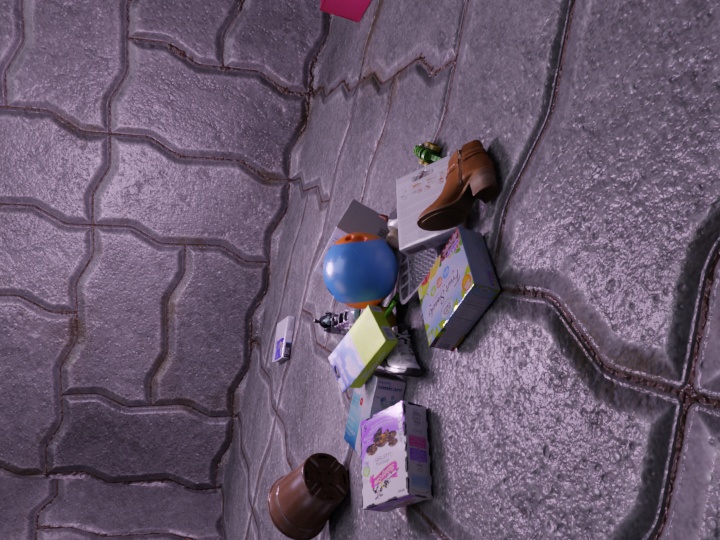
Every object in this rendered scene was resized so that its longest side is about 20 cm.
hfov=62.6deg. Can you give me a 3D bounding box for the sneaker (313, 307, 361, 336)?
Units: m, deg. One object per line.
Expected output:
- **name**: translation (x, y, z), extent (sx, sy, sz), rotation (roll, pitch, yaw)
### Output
- **sneaker**: translation (-0.073, 0.155, 1.818), extent (0.200, 0.139, 0.078), rotation (110, 166, -62)

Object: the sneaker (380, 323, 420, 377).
- **sneaker**: translation (0.097, 0.190, 1.439), extent (0.200, 0.075, 0.116), rotation (-174, 94, -74)

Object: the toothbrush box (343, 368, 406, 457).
- **toothbrush box**: translation (0.035, 0.359, 1.509), extent (0.146, 0.085, 0.202), rotation (-169, 92, -71)

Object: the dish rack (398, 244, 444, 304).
- **dish rack**: translation (0.154, -0.024, 1.457), extent (0.200, 0.043, 0.173), rotation (125, 152, -51)

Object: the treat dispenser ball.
- **treat dispenser ball**: translation (0.000, 0.000, 1.569), extent (0.201, 0.199, 0.203), rotation (-168, 90, -72)

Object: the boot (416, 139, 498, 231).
- **boot**: translation (0.199, -0.187, 1.285), extent (0.200, 0.076, 0.156), rotation (-36, 43, 31)

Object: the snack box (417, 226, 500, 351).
- **snack box**: translation (0.199, 0.041, 1.239), extent (0.169, 0.067, 0.201), rotation (-96, 24, -44)

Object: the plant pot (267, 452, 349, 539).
- **plant pot**: translation (-0.141, 0.643, 1.720), extent (0.199, 0.199, 0.201), rotation (-54, 29, 35)

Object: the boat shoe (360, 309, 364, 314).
- **boat shoe**: translation (0.031, 0.117, 1.740), extent (0.067, 0.057, 0.202), rotation (50, -132, -66)

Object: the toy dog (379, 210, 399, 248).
- **toy dog**: translation (0.107, -0.153, 1.516), extent (0.201, 0.096, 0.132), rotation (-61, -5, 38)

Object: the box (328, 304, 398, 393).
- **box**: translation (0.003, 0.198, 1.476), extent (0.200, 0.047, 0.122), rotation (-54, 43, 28)

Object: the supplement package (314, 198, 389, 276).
- **supplement package**: translation (-0.017, -0.069, 1.762), extent (0.200, 0.150, 0.152), rotation (-60, 2, 44)

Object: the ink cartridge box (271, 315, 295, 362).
- **ink cartridge box**: translation (-0.365, 0.329, 2.799), extent (0.200, 0.043, 0.200), rotation (147, 132, -63)

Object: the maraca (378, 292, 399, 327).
- **maraca**: translation (0.050, 0.145, 1.574), extent (0.201, 0.107, 0.137), rotation (-58, 3, -1)

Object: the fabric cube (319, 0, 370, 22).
- **fabric cube**: translation (-0.054, -1.263, 2.619), extent (0.196, 0.198, 0.201), rotation (151, 126, -66)

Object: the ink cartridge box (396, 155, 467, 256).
- **ink cartridge box**: translation (0.161, -0.149, 1.381), extent (0.161, 0.050, 0.201), rotation (-21, 55, 33)

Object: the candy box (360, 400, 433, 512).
- **candy box**: translation (0.076, 0.415, 1.314), extent (0.168, 0.071, 0.201), rotation (-39, 42, 43)

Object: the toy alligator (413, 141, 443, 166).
- **toy alligator**: translation (0.166, -0.317, 1.584), extent (0.200, 0.054, 0.060), rotation (-121, 46, -64)
